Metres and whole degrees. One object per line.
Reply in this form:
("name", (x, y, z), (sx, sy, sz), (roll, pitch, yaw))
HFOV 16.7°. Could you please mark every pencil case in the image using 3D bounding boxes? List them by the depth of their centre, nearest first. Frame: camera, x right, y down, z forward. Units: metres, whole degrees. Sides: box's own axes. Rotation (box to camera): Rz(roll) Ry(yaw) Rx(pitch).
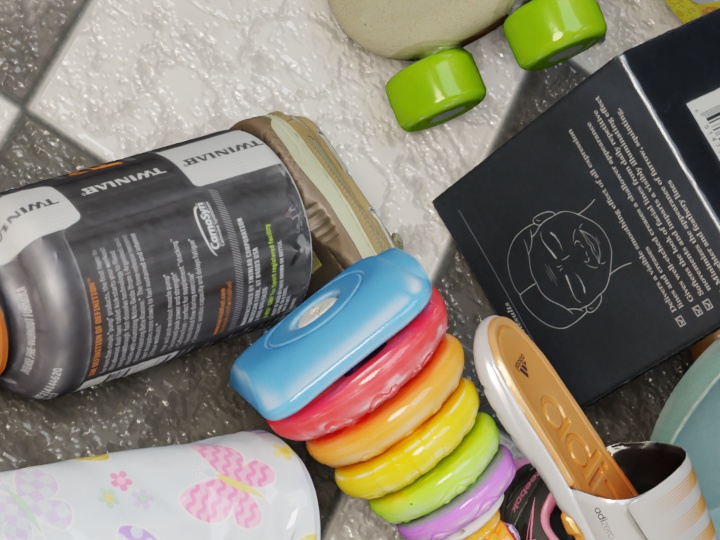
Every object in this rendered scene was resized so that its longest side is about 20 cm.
("pencil case", (-0.117, 0.133, 1.191), (0.199, 0.083, 0.091), (-9, 67, -33))

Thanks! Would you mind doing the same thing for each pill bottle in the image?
("pill bottle", (-0.131, 0.001, 1.227), (0.199, 0.106, 0.107), (-18, 79, -35))

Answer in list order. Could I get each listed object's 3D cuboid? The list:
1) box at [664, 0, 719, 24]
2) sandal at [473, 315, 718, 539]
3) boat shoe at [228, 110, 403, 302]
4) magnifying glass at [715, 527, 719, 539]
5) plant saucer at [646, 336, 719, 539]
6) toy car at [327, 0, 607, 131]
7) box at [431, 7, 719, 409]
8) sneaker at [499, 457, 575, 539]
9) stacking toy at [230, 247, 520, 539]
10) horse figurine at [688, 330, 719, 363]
("box", (0.225, -0.287, 1.480), (0.200, 0.122, 0.193), (47, 60, -22))
("sandal", (0.132, 0.104, 1.237), (0.207, 0.059, 0.079), (55, 29, -11))
("boat shoe", (0.000, 0.000, 1.332), (0.076, 0.072, 0.201), (-18, 80, -50))
("magnifying glass", (0.222, 0.172, 1.412), (0.199, 0.022, 0.080), (30, 57, -18))
("plant saucer", (0.224, 0.082, 1.345), (0.199, 0.201, 0.036), (-15, 43, -34))
("toy car", (0.083, -0.185, 1.445), (0.200, 0.157, 0.165), (-10, 76, -63))
("box", (0.158, -0.030, 1.350), (0.107, 0.200, 0.149), (-26, 83, -37))
("sneaker", (0.110, 0.187, 1.293), (0.079, 0.095, 0.201), (8, 67, -29))
("stacking toy", (0.035, 0.097, 1.239), (0.110, 0.116, 0.200), (-38, 103, -7))
("horse figurine", (0.237, 0.013, 1.466), (0.132, 0.050, 0.201), (14, 68, -10))
